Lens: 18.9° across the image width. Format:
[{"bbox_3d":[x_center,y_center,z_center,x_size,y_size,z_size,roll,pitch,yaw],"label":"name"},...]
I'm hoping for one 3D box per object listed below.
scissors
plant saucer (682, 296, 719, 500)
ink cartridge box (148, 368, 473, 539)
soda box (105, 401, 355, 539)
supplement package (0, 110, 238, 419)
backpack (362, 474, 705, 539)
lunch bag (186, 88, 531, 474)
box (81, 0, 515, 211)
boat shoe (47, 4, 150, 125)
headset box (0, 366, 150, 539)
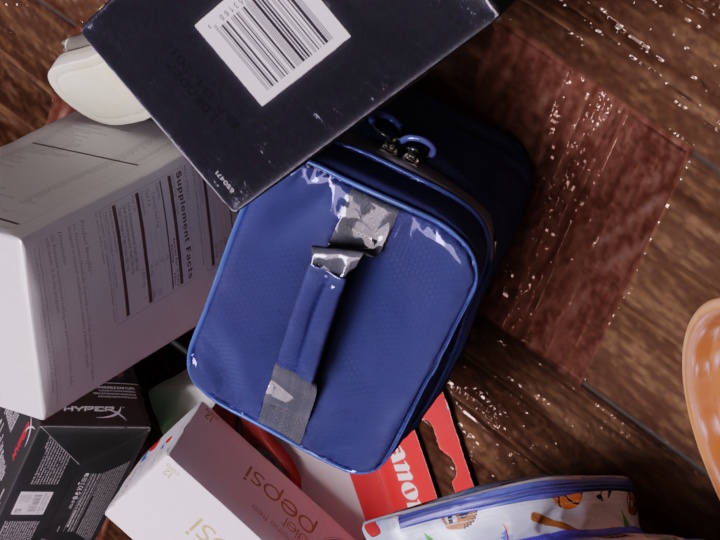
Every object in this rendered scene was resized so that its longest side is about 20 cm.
[{"bbox_3d":[-0.077,0.059,1.290,0.073,0.014,0.201,3,112,22],"label":"scissors"},{"bbox_3d":[0.228,0.099,1.060,0.200,0.037,0.201,57,162,30],"label":"plant saucer"},{"bbox_3d":[-0.024,0.132,1.320,0.199,0.050,0.162,-7,108,42],"label":"ink cartridge box"},{"bbox_3d":[-0.050,0.176,1.288,0.200,0.064,0.068,43,122,-8],"label":"soda box"},{"bbox_3d":[-0.160,-0.014,1.247,0.113,0.200,0.110,14,120,33],"label":"supplement package"},{"bbox_3d":[0.100,0.186,1.168,0.190,0.200,0.155,-9,87,35],"label":"backpack"},{"bbox_3d":[0.000,0.000,1.153,0.135,0.132,0.201,25,127,4],"label":"lunch bag"},{"bbox_3d":[0.009,-0.159,1.032,0.123,0.198,0.200,49,133,-8],"label":"box"},{"bbox_3d":[-0.092,-0.126,1.211,0.201,0.060,0.072,-1,141,43],"label":"boat shoe"},{"bbox_3d":[-0.209,0.066,1.366,0.149,0.075,0.201,-61,38,39],"label":"headset box"}]
